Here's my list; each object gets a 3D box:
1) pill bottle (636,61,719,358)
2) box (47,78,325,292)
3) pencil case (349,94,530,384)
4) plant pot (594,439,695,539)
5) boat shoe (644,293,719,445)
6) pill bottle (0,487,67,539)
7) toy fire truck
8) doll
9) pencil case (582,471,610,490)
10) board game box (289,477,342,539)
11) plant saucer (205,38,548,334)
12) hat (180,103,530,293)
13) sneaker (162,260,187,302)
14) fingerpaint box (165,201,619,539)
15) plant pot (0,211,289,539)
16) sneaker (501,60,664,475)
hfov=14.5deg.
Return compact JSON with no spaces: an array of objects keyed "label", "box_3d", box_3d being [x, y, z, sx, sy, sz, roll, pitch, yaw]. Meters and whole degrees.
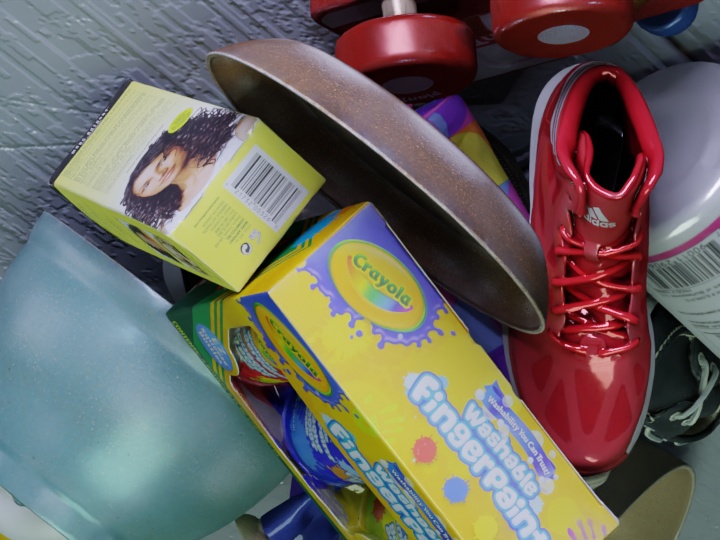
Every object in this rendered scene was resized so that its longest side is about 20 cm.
[{"label":"pill bottle","box_3d":[0.209,-0.010,1.475,0.113,0.114,0.200,-21,136,33]},{"label":"box","box_3d":[-0.091,-0.046,1.417,0.050,0.075,0.200,41,171,-23]},{"label":"pencil case","box_3d":[0.062,0.007,1.432,0.088,0.088,0.200,-30,94,40]},{"label":"plant pot","box_3d":[0.090,0.165,1.699,0.134,0.200,0.200,34,150,20]},{"label":"boat shoe","box_3d":[0.172,0.057,1.550,0.060,0.076,0.200,34,-175,13]},{"label":"pill bottle","box_3d":[-0.173,0.143,1.750,0.112,0.113,0.200,-2,142,13]},{"label":"toy fire truck","box_3d":[0.080,-0.140,1.344,0.200,0.112,0.168,-15,163,28]},{"label":"doll","box_3d":[0.029,0.103,1.593,0.200,0.049,0.136,-35,161,10]},{"label":"pencil case","box_3d":[0.052,0.156,1.558,0.089,0.078,0.200,17,122,-27]},{"label":"board game box","box_3d":[0.019,0.229,1.817,0.045,0.135,0.200,-15,139,28]},{"label":"plant saucer","box_3d":[0.014,-0.045,1.306,0.200,0.032,0.200,38,171,7]},{"label":"hat","box_3d":[0.000,0.000,1.502,0.200,0.081,0.201,0,116,-1]},{"label":"sneaker","box_3d":[-0.006,0.018,1.598,0.200,0.074,0.116,32,127,-31]},{"label":"fingerpaint box","box_3d":[0.011,0.072,1.392,0.200,0.073,0.167,52,161,-10]},{"label":"plant pot","box_3d":[-0.137,0.081,1.557,0.200,0.134,0.200,38,174,5]},{"label":"sneaker","box_3d":[0.104,-0.002,1.332,0.078,0.200,0.116,-3,178,3]}]
